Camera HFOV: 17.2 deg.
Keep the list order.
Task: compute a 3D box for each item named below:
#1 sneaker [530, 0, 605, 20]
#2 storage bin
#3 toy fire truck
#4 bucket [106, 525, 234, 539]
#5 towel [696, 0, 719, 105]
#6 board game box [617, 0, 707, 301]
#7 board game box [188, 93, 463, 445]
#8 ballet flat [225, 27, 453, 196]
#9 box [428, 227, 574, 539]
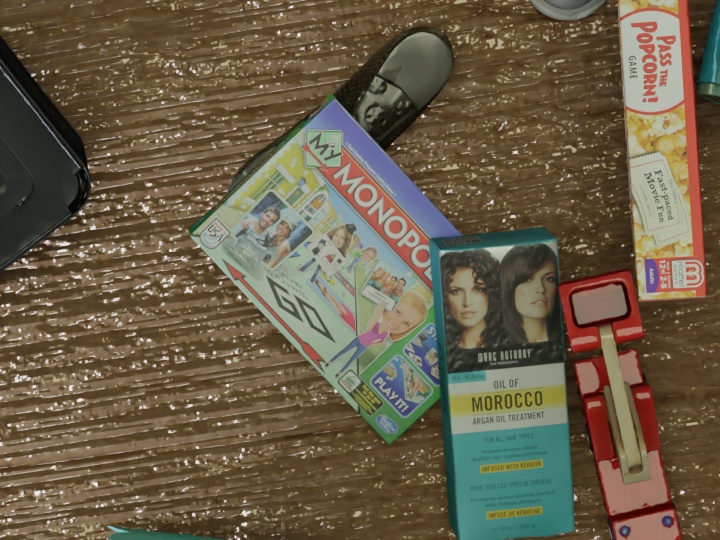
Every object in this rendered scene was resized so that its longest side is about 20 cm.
[{"bbox_3d":[0.178,-0.259,1.589,0.075,0.092,0.201,27,91,3],"label":"sneaker"},{"bbox_3d":[-0.292,-0.055,1.596,0.200,0.094,0.135,-37,109,2],"label":"storage bin"},{"bbox_3d":[0.173,0.102,1.562,0.048,0.141,0.201,-13,89,3],"label":"toy fire truck"},{"bbox_3d":[-0.102,0.267,1.550,0.134,0.207,0.209,3,90,-7],"label":"bucket"},{"bbox_3d":[0.282,-0.195,1.565,0.022,0.146,0.201,15,90,37],"label":"towel"},{"bbox_3d":[0.195,-0.091,1.543,0.046,0.152,0.201,-4,98,8],"label":"board game box"},{"bbox_3d":[0.000,0.000,1.607,0.135,0.029,0.200,-43,101,3],"label":"board game box"},{"bbox_3d":[-0.015,-0.092,1.628,0.200,0.046,0.067,-45,103,7],"label":"ballet flat"},{"bbox_3d":[0.095,0.076,1.590,0.082,0.049,0.201,-6,100,-5],"label":"box"}]
